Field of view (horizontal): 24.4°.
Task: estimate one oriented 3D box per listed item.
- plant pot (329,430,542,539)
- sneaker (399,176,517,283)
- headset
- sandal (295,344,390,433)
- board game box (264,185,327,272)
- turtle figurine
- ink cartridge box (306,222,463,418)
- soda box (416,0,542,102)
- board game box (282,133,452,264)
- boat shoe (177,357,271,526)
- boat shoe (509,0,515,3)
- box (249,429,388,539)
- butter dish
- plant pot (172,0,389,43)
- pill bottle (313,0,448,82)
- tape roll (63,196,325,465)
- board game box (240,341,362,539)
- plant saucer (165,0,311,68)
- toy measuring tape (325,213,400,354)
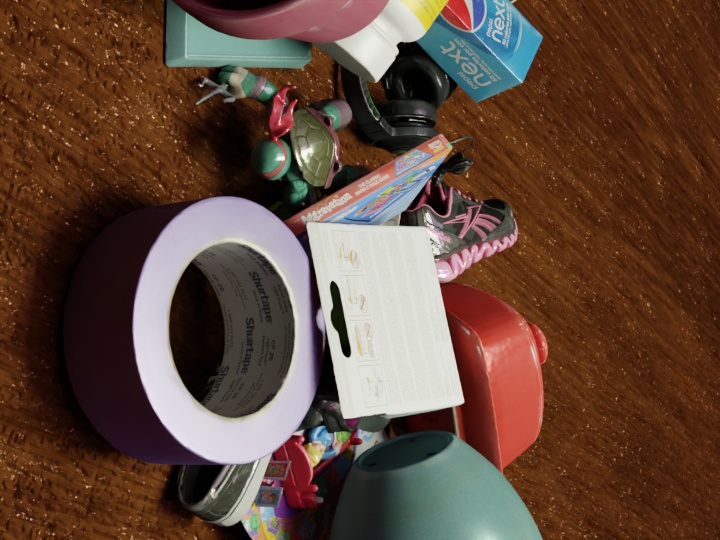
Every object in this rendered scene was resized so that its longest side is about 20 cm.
[{"bbox_3d":[0.056,0.220,1.460,0.200,0.198,0.136,-31,110,-54],"label":"plant pot"},{"bbox_3d":[0.098,-0.054,1.702,0.200,0.078,0.096,-30,110,-56],"label":"sneaker"},{"bbox_3d":[0.041,-0.158,1.597,0.200,0.093,0.124,44,53,-35],"label":"headset"},{"bbox_3d":[-0.009,0.106,1.419,0.200,0.048,0.076,9,99,-59],"label":"sandal"},{"bbox_3d":[-0.045,0.017,1.507,0.105,0.023,0.202,-44,133,-45],"label":"board game box"},{"bbox_3d":[-0.060,-0.095,1.382,0.200,0.100,0.152,-11,101,-62],"label":"turtle figurine"},{"bbox_3d":[0.008,0.043,1.395,0.199,0.057,0.164,-2,78,-54],"label":"ink cartridge box"},{"bbox_3d":[0.075,-0.251,1.544,0.200,0.068,0.065,41,56,-25],"label":"soda box"},{"bbox_3d":[-0.011,-0.047,1.427,0.199,0.103,0.019,-31,77,-38],"label":"board game box"},{"bbox_3d":[-0.098,0.111,1.385,0.064,0.070,0.202,40,63,-56],"label":"boat shoe"},{"bbox_3d":[0.139,-0.298,1.718,0.201,0.069,0.071,-64,144,-30],"label":"boat shoe"},{"bbox_3d":[-0.026,0.240,1.563,0.201,0.041,0.157,-58,140,-39],"label":"box"},{"bbox_3d":[0.114,0.093,1.591,0.147,0.200,0.201,-23,118,-24],"label":"butter dish"},{"bbox_3d":[-0.055,-0.263,1.283,0.179,0.198,0.202,27,71,-69],"label":"plant pot"},{"bbox_3d":[0.034,-0.268,1.414,0.201,0.114,0.114,-54,145,-3],"label":"pill bottle"},{"bbox_3d":[-0.124,0.047,1.269,0.199,0.084,0.202,8,80,-48],"label":"tape roll"},{"bbox_3d":[-0.037,0.158,1.465,0.158,0.039,0.202,34,63,-49],"label":"board game box"},{"bbox_3d":[-0.096,-0.204,1.384,0.199,0.019,0.071,-11,105,-60],"label":"plant saucer"},{"bbox_3d":[0.000,0.000,1.498,0.074,0.073,0.202,42,55,-54],"label":"toy measuring tape"}]
